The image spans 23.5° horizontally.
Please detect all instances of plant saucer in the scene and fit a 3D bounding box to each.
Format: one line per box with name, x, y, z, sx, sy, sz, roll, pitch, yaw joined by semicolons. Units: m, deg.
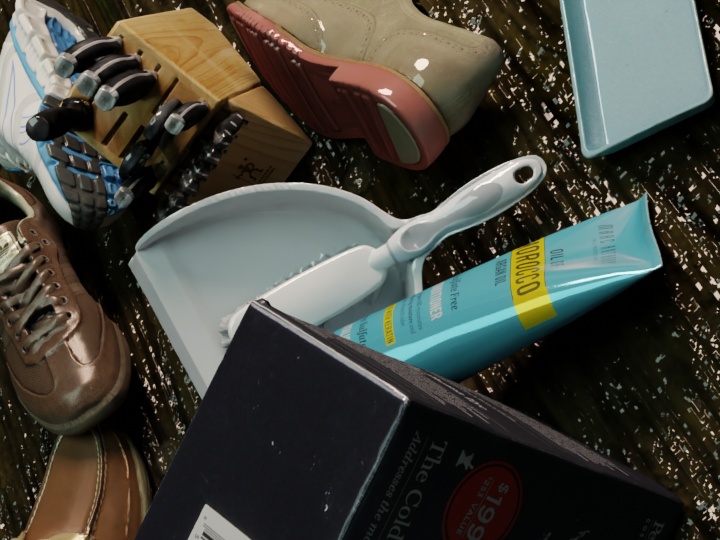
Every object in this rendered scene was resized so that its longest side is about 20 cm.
plant saucer;0.124;-0.149;0.818;0.070;0.019;0.201;-25;58;35

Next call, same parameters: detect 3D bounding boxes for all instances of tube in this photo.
tube;0.043;0.027;0.770;0.200;0.050;0.078;-27;25;16

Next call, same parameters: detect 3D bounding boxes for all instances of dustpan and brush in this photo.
dustpan and brush;0.000;0.000;0.830;0.200;0.057;0.140;-29;86;0

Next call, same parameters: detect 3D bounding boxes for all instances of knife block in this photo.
knife block;-0.120;-0.097;0.917;0.064;0.175;0.200;-51;45;14

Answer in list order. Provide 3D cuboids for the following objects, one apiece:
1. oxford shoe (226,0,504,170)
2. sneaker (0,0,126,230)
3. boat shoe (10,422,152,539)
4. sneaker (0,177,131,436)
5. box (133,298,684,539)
oxford shoe;0.001;-0.112;0.902;0.075;0.071;0.200;-42;41;-13
sneaker;-0.188;-0.080;1.062;0.087;0.075;0.200;-52;37;25
boat shoe;-0.162;0.174;0.913;0.076;0.074;0.201;-17;59;39
sneaker;-0.192;0.016;0.988;0.070;0.076;0.200;-37;40;1
box;0.004;0.141;0.692;0.104;0.182;0.200;29;94;46
